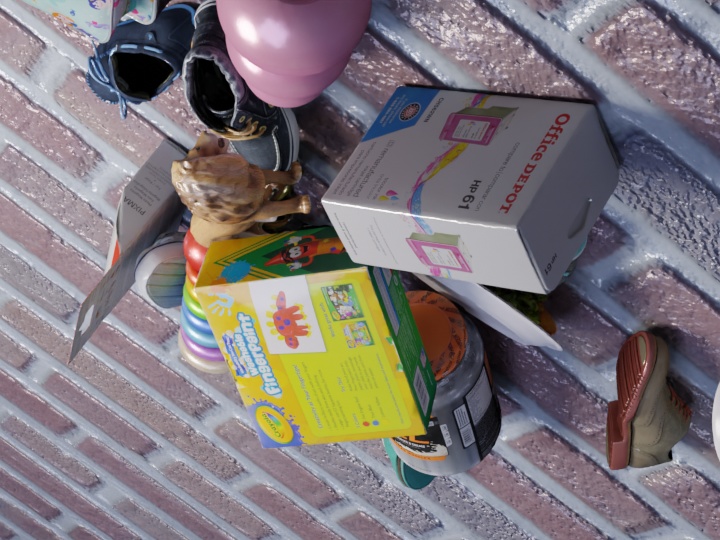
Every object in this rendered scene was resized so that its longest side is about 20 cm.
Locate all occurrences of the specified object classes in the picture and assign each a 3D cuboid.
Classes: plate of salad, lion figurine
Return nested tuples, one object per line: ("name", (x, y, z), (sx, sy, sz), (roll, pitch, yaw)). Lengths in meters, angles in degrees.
("plate of salad", (0.109, 0.012, 1.722), (0.200, 0.048, 0.200), (33, 178, 1))
("lion figurine", (-0.118, -0.054, 1.676), (0.122, 0.073, 0.200), (-7, 155, -16))

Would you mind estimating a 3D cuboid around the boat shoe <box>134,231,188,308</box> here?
("boat shoe", (-0.190, -0.005, 1.912), (0.067, 0.074, 0.200), (41, -172, 19))

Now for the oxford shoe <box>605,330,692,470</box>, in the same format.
("oxford shoe", (0.278, 0.121, 1.754), (0.074, 0.071, 0.200), (1, 147, 0))

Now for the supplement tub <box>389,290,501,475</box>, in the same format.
("supplement tub", (0.071, 0.111, 1.847), (0.122, 0.123, 0.200), (19, 154, 23))

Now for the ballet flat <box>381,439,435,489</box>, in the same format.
("ballet flat", (0.048, 0.167, 2.051), (0.070, 0.067, 0.200), (44, 160, 32))

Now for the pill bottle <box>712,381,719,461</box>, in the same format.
("pill bottle", (0.409, 0.129, 1.558), (0.199, 0.120, 0.120), (-1, 138, 46))

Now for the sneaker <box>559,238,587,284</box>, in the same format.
("sneaker", (0.107, -0.038, 1.648), (0.199, 0.078, 0.091), (26, 159, 20))

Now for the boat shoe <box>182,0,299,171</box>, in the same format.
("boat shoe", (-0.111, -0.140, 1.643), (0.070, 0.091, 0.201), (-3, 133, 18))

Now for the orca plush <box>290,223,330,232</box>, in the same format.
("orca plush", (0.000, 0.000, 1.814), (0.071, 0.106, 0.200), (-29, 136, 14))

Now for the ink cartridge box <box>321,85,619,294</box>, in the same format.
("ink cartridge box", (0.092, -0.070, 1.530), (0.199, 0.145, 0.085), (10, 144, 35))

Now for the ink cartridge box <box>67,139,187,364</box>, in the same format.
("ink cartridge box", (-0.248, -0.018, 1.888), (0.057, 0.200, 0.163), (38, 153, 6))

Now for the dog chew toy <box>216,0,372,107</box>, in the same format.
("dog chew toy", (-0.057, -0.197, 1.511), (0.124, 0.125, 0.200), (29, 159, 6))

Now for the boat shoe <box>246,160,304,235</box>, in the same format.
("boat shoe", (-0.104, -0.057, 1.822), (0.068, 0.072, 0.200), (30, 152, 5))

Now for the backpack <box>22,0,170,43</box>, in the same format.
("backpack", (-0.235, -0.297, 1.507), (0.200, 0.151, 0.178), (34, 153, 5))

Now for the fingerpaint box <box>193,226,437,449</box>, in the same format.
("fingerpaint box", (-0.038, 0.060, 1.683), (0.166, 0.074, 0.201), (-8, 127, 19))

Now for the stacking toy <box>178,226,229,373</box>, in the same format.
("stacking toy", (-0.144, 0.016, 1.845), (0.085, 0.086, 0.200), (24, 147, 15))

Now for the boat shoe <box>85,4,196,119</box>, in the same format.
("boat shoe", (-0.212, -0.193, 1.717), (0.084, 0.069, 0.200), (40, 151, -14))
